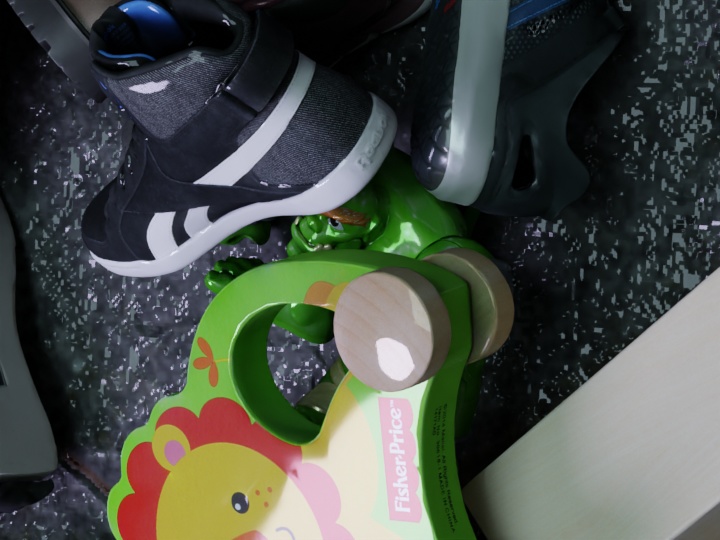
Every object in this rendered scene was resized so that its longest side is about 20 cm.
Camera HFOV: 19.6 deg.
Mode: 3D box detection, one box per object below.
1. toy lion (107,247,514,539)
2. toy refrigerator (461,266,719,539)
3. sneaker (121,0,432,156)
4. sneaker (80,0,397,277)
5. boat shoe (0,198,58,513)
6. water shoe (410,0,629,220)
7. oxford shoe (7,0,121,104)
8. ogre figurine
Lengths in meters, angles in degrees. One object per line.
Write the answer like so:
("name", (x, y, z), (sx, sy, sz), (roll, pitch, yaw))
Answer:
("toy lion", (-0.027, 0.090, 0.871), (0.192, 0.069, 0.200), (2, 102, 35))
("toy refrigerator", (0.144, 0.062, 0.854), (0.200, 0.070, 0.076), (-44, 63, 23))
("sneaker", (-0.060, -0.110, 0.941), (0.200, 0.116, 0.076), (-39, 72, 25))
("sneaker", (-0.084, -0.065, 0.888), (0.200, 0.112, 0.073), (-18, 40, 48))
("boat shoe", (-0.221, 0.038, 1.065), (0.093, 0.075, 0.200), (-31, 66, 40))
("water shoe", (0.075, -0.118, 0.898), (0.072, 0.079, 0.200), (157, 127, -71))
("oxford shoe", (-0.147, -0.173, 1.023), (0.084, 0.073, 0.200), (-41, 62, 5))
("ogre figurine", (0.000, 0.000, 0.924), (0.120, 0.098, 0.200), (-59, 33, 31))
